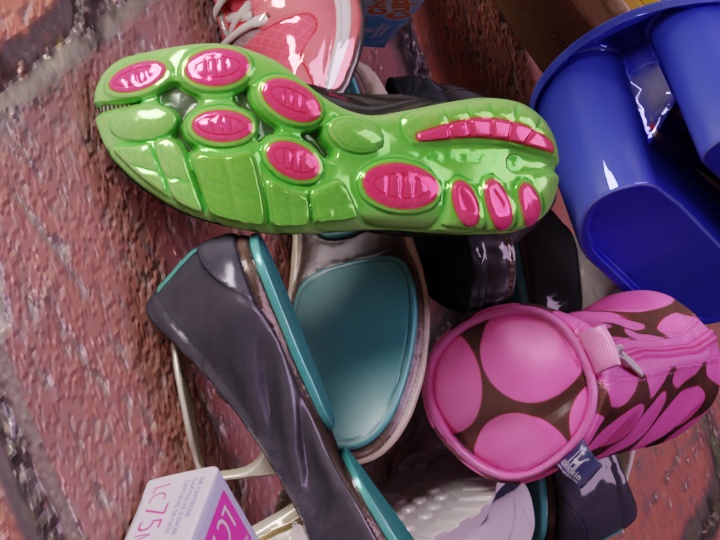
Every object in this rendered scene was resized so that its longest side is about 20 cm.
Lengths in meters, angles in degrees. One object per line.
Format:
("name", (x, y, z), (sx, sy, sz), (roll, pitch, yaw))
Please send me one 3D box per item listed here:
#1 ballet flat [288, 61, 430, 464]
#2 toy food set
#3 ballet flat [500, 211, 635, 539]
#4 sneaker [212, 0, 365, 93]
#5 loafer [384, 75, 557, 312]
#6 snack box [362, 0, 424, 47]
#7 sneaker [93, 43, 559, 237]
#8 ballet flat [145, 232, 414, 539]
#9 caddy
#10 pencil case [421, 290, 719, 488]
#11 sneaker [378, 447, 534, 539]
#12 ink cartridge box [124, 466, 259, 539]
("ballet flat", (0.000, 0.000, 1.355), (0.069, 0.069, 0.201), (36, 46, -56))
("toy food set", (0.128, -0.130, 1.606), (0.198, 0.049, 0.200), (52, -7, 6))
("ballet flat", (0.107, 0.043, 1.536), (0.073, 0.073, 0.201), (10, 71, -64))
("sneaker", (-0.049, -0.142, 1.334), (0.087, 0.074, 0.201), (19, 63, -30))
("loafer", (0.057, -0.040, 1.392), (0.200, 0.072, 0.073), (-104, -163, -62))
("snack box", (0.023, -0.193, 1.377), (0.037, 0.200, 0.117), (2, 71, -20))
("sneaker", (-0.018, -0.044, 1.249), (0.199, 0.084, 0.077), (11, 80, -19))
("ballet flat", (-0.028, 0.082, 1.230), (0.200, 0.073, 0.073), (62, 26, -7))
("caddy", (0.169, -0.062, 1.475), (0.200, 0.141, 0.105), (40, 30, -53))
("pencil case", (0.106, 0.050, 1.389), (0.091, 0.094, 0.200), (57, 20, 9))
("sneaker", (0.036, 0.136, 1.356), (0.200, 0.076, 0.081), (-26, 112, -64))
("ink cartridge box", (-0.043, 0.191, 1.188), (0.120, 0.042, 0.200), (-69, 141, -51))
